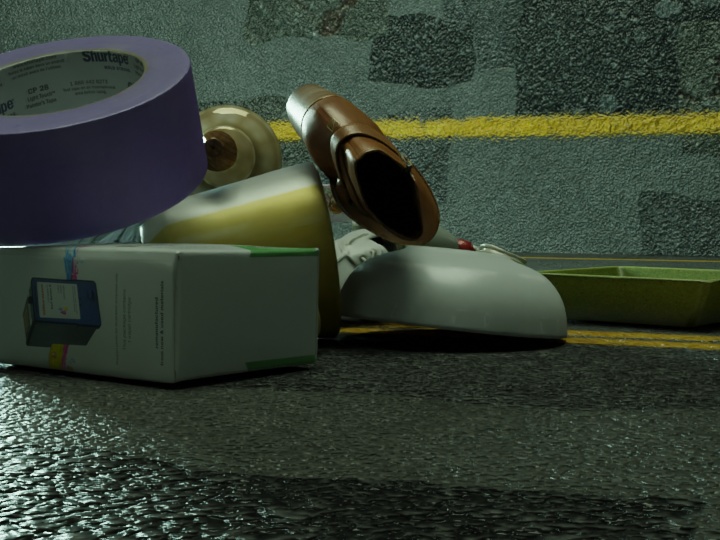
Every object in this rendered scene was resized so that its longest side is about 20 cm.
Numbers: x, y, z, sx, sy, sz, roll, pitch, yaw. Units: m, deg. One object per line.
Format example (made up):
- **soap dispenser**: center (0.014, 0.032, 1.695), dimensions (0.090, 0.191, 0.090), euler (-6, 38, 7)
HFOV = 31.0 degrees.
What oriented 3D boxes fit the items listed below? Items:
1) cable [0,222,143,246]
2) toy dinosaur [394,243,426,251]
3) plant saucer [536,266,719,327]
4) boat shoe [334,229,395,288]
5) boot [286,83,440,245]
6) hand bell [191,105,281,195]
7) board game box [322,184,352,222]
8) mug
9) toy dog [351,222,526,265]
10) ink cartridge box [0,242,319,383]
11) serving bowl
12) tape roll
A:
- **cable**: center (-0.237, -0.029, 1.113), dimensions (0.069, 0.200, 0.200), euler (44, 4, 10)
- **toy dinosaur**: center (0.050, -0.009, 1.235), dimensions (0.047, 0.201, 0.088), euler (-19, 35, 10)
- **plant saucer**: center (0.298, 0.025, 1.306), dimensions (0.199, 0.048, 0.199), euler (3, 3, 39)
- **boat shoe**: center (0.000, 0.000, 1.256), dimensions (0.065, 0.073, 0.200), euler (-12, 6, 25)
- **boot**: center (0.027, -0.065, 1.073), dimensions (0.077, 0.200, 0.155), euler (-39, 34, -2)
- **hand bell**: center (-0.122, -0.103, 1.142), dimensions (0.103, 0.105, 0.200), euler (0, 1, -3)
- **board game box**: center (-0.134, -0.078, 1.410), dimensions (0.198, 0.042, 0.199), euler (1, 4, -23)
- **mug**: center (-0.101, -0.008, 1.070), dimensions (0.152, 0.151, 0.187), euler (-8, -2, -9)
- **toy dog**: center (0.076, -0.003, 1.447), dimensions (0.199, 0.097, 0.132), euler (23, -1, -9)
- **ink cartridge box**: center (-0.149, 0.024, 0.913), dimensions (0.199, 0.088, 0.145), euler (4, 4, 37)
- **serving bowl**: center (0.080, 0.016, 1.107), dimensions (0.198, 0.066, 0.200), euler (7, 0, 0)
- **tape roll**: center (-0.217, -0.101, 0.958), dimensions (0.198, 0.086, 0.200), euler (-6, 28, 3)
